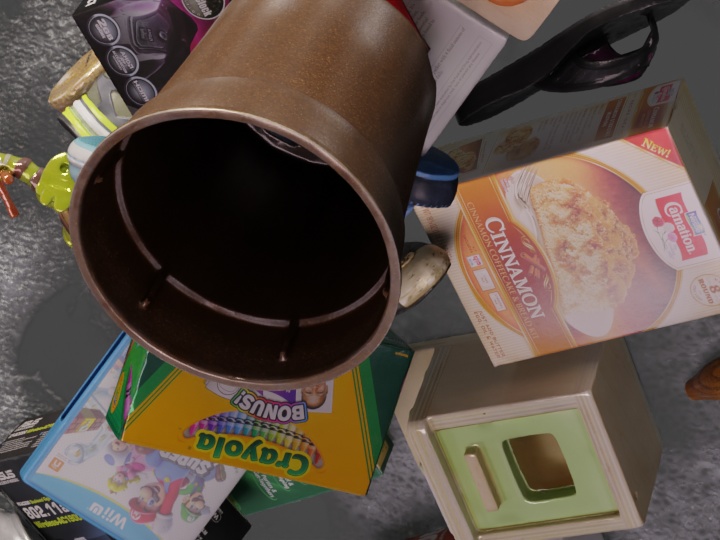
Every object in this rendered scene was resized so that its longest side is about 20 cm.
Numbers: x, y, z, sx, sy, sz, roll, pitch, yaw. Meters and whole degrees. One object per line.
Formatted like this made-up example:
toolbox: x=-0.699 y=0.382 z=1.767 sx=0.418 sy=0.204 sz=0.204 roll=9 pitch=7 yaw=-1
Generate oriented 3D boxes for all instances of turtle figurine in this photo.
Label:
turtle figurine: x=-0.196 y=-0.035 z=1.818 sx=0.200 sy=0.064 sz=0.161 roll=45 pitch=167 yaw=-1

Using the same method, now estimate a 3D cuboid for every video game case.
video game case: x=-0.140 y=0.110 z=1.825 sx=0.143 sy=0.018 sz=0.200 roll=35 pitch=95 yaw=-23

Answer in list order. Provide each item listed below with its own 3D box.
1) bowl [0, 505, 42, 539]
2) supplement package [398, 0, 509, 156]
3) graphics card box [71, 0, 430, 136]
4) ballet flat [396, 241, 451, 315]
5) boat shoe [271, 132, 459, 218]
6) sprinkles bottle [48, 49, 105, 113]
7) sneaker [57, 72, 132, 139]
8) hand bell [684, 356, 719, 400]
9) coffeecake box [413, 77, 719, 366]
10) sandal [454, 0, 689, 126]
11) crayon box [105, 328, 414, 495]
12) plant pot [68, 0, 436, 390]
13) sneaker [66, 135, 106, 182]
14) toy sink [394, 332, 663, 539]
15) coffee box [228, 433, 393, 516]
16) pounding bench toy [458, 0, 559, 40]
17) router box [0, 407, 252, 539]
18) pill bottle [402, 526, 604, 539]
bowl: x=-0.291 y=0.261 z=2.033 sx=0.090 sy=0.201 sz=0.201 roll=-38 pitch=110 yaw=2
supplement package: x=0.000 y=-0.197 z=1.624 sx=0.200 sy=0.120 sz=0.121 roll=32 pitch=130 yaw=-6
graphics card box: x=-0.072 y=-0.153 z=1.571 sx=0.199 sy=0.051 sz=0.126 roll=-14 pitch=120 yaw=29
ballet flat: x=0.000 y=0.000 z=1.753 sx=0.057 sy=0.066 sz=0.200 roll=53 pitch=157 yaw=-18
boat shoe: x=0.002 y=-0.066 z=1.698 sx=0.084 sy=0.200 sz=0.069 roll=8 pitch=101 yaw=-31
sprinkles bottle: x=-0.138 y=-0.077 z=1.789 sx=0.068 sy=0.068 sz=0.200 roll=-31 pitch=110 yaw=33
sneaker: x=-0.112 y=-0.077 z=1.722 sx=0.200 sy=0.074 sz=0.081 roll=35 pitch=95 yaw=-17
hand bell: x=0.312 y=0.059 z=1.746 sx=0.104 sy=0.104 sz=0.200 roll=46 pitch=138 yaw=-16
coffeecake box: x=0.160 y=-0.031 z=1.722 sx=0.199 sy=0.073 sz=0.154 roll=-15 pitch=117 yaw=26
sandal: x=0.151 y=-0.137 z=1.644 sx=0.200 sy=0.075 sz=0.048 roll=-29 pitch=82 yaw=37
crayon box: x=-0.074 y=0.084 z=1.795 sx=0.199 sy=0.058 sz=0.119 roll=14 pitch=101 yaw=-20
plant pot: x=-0.048 y=-0.066 z=1.469 sx=0.200 sy=0.198 sz=0.201 roll=9 pitch=128 yaw=12
sneaker: x=-0.123 y=-0.004 z=1.663 sx=0.199 sy=0.080 sz=0.131 roll=23 pitch=103 yaw=-3
toy sink: x=0.108 y=0.127 z=1.828 sx=0.199 sy=0.112 sz=0.131 roll=-9 pitch=121 yaw=24
coffee box: x=-0.086 y=0.131 z=1.939 sx=0.200 sy=0.044 sz=0.123 roll=-20 pitch=116 yaw=30
pounding bench toy: x=0.127 y=-0.228 z=1.537 sx=0.200 sy=0.156 sz=0.124 roll=32 pitch=128 yaw=-6
router box: x=-0.198 y=0.180 z=1.949 sx=0.150 sy=0.062 sz=0.200 roll=51 pitch=147 yaw=-14
pill bottle: x=0.094 y=0.254 z=1.927 sx=0.200 sy=0.112 sz=0.112 roll=-19 pitch=117 yaw=28
